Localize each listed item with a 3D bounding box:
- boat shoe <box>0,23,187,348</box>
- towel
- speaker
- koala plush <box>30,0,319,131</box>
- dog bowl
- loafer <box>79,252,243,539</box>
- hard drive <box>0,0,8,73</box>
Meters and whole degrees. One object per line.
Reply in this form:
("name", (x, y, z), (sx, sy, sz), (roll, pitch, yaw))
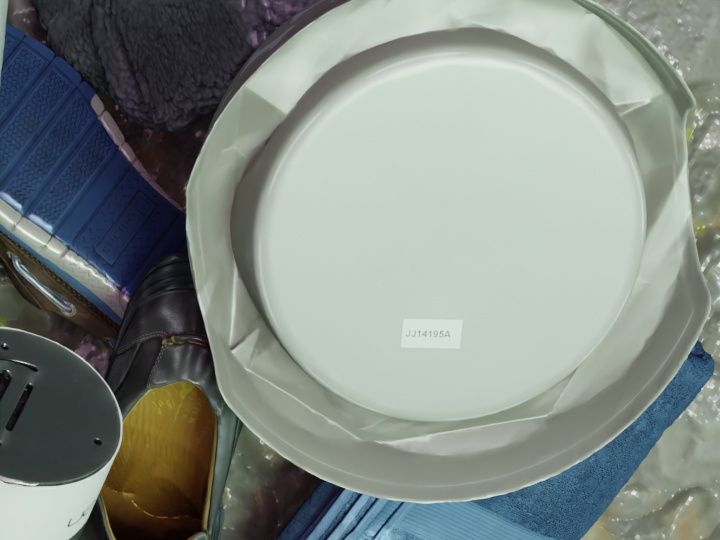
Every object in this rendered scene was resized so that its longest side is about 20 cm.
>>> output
("boat shoe", (-0.122, -0.019, 1.091), (0.200, 0.072, 0.072), (46, 57, -9))
("towel", (0.050, 0.088, 1.095), (0.111, 0.049, 0.200), (28, 108, -33))
("speaker", (-0.156, 0.116, 1.023), (0.081, 0.081, 0.201), (18, 128, -10))
("koala plush", (-0.020, -0.148, 1.098), (0.199, 0.184, 0.178), (-17, 79, -33))
("dog bowl", (0.030, -0.018, 0.975), (0.199, 0.059, 0.201), (-3, 113, -7))
("loafer", (-0.088, 0.091, 1.059), (0.072, 0.072, 0.201), (14, 123, -1))
("hard drive", (-0.195, -0.055, 0.981), (0.139, 0.033, 0.201), (4, 91, -45))
